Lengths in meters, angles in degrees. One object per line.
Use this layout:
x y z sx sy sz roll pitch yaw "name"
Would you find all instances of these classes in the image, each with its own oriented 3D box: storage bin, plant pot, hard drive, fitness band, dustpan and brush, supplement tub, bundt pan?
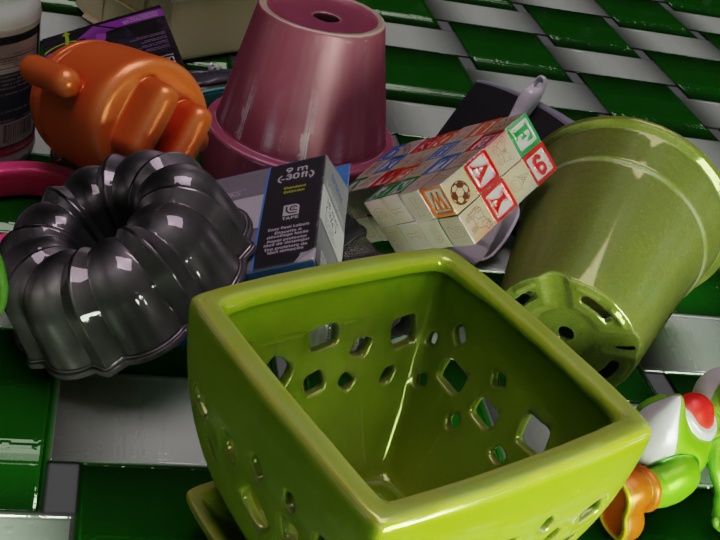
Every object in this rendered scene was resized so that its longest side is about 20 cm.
-0.230 -0.354 1.402 0.198 0.094 0.200 35 37 30 "storage bin"
0.203 0.001 0.937 0.200 0.200 0.190 22 44 13 "plant pot"
0.160 -0.118 1.137 0.200 0.135 0.042 40 4 41 "hard drive"
-0.311 -0.047 0.934 0.200 0.037 0.144 -12 39 -38 "fitness band"
0.128 -0.116 1.105 0.139 0.200 0.057 33 6 30 "dustpan and brush"
-0.366 -0.199 0.998 0.140 0.200 0.140 10 31 -6 "supplement tub"
-0.183 -0.018 0.809 0.202 0.076 0.202 -14 40 12 "bundt pan"
-0.054 -0.179 1.108 0.200 0.179 0.200 9 31 -6 "plant pot"
0.016 0.122 0.648 0.199 0.182 0.200 -10 38 -34 "plant pot"

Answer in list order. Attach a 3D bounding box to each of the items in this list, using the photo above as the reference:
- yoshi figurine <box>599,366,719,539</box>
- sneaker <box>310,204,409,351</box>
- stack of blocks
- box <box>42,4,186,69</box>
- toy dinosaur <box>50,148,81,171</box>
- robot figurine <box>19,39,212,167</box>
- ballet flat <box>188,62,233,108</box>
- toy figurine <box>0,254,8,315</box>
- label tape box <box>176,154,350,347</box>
0.247 0.135 0.829 0.200 0.113 0.112 -21 3 -23 "yoshi figurine"
0.000 0.000 0.944 0.114 0.076 0.200 9 34 -10 "sneaker"
0.063 -0.072 0.979 0.115 0.059 0.200 -41 18 -27 "stack of blocks"
-0.265 -0.218 1.181 0.143 0.036 0.200 -19 40 -8 "box"
-0.195 -0.092 1.051 0.200 0.060 0.106 13 57 4 "toy dinosaur"
-0.211 -0.137 0.950 0.144 0.117 0.200 -20 30 -36 "robot figurine"
-0.126 -0.205 1.231 0.200 0.073 0.073 -11 39 -31 "ballet flat"
-0.364 0.034 0.709 0.200 0.150 0.184 -6 32 34 "toy figurine"
-0.088 -0.038 0.894 0.144 0.063 0.200 -12 39 13 "label tape box"
